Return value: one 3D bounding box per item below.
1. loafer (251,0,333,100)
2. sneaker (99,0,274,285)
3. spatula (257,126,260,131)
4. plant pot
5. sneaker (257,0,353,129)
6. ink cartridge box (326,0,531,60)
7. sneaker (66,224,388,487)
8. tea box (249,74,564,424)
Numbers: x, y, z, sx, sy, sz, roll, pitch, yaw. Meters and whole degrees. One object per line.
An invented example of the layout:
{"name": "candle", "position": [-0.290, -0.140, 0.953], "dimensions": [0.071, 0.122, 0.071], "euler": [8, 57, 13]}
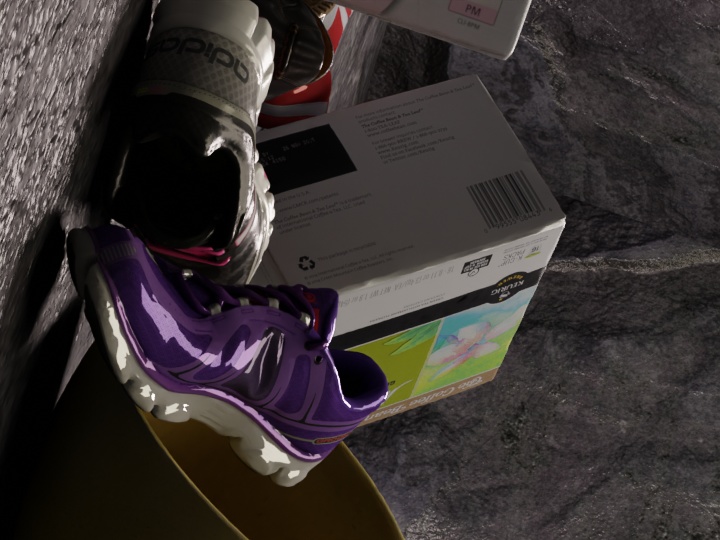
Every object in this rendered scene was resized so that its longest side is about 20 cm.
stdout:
{"name": "loafer", "position": [-0.051, -0.117, 1.005], "dimensions": [0.200, 0.072, 0.073], "euler": [-73, -179, -79]}
{"name": "sneaker", "position": [-0.082, -0.033, 0.865], "dimensions": [0.200, 0.073, 0.088], "euler": [101, 7, -52]}
{"name": "spatula", "position": [-0.070, -0.132, 1.380], "dimensions": [0.057, 0.020, 0.200], "euler": [111, -1, -45]}
{"name": "plant pot", "position": [-0.093, 0.136, 0.930], "dimensions": [0.142, 0.200, 0.200], "euler": [-44, -173, 14]}
{"name": "sneaker", "position": [-0.033, -0.168, 1.264], "dimensions": [0.200, 0.071, 0.113], "euler": [-58, 165, -53]}
{"name": "ink cartridge box", "position": [0.034, -0.231, 0.987], "dimensions": [0.057, 0.162, 0.201], "euler": [-90, -161, -77]}
{"name": "sneaker", "position": [-0.057, 0.024, 0.839], "dimensions": [0.083, 0.200, 0.081], "euler": [-35, -126, 14]}
{"name": "tea box", "position": [0.000, 0.000, 1.254], "dimensions": [0.134, 0.199, 0.197], "euler": [61, -26, 26]}
